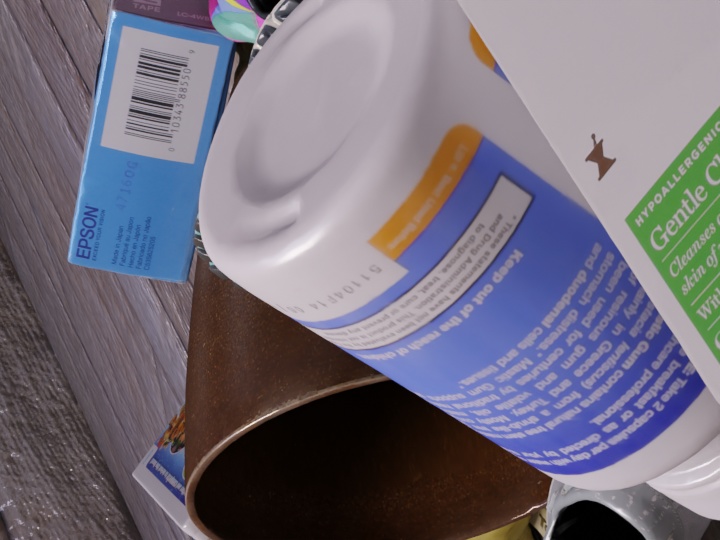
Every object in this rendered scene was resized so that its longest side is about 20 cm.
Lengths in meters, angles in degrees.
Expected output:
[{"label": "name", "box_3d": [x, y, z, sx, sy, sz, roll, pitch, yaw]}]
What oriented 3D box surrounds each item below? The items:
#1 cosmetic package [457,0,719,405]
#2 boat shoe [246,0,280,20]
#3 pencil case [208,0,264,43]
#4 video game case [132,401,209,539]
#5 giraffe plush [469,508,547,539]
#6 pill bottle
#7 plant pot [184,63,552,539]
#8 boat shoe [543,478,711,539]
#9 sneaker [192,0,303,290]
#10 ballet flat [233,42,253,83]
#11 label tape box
[{"label": "cosmetic package", "box_3d": [0.096, -0.073, 0.554, 0.108, 0.085, 0.200, -53, 53, 31]}, {"label": "boat shoe", "box_3d": [-0.018, -0.151, 0.820, 0.199, 0.066, 0.075, 110, 137, -72]}, {"label": "pencil case", "box_3d": [-0.049, -0.174, 0.917, 0.089, 0.088, 0.200, 59, 177, 34]}, {"label": "video game case", "box_3d": [-0.044, 0.046, 1.177, 0.018, 0.200, 0.143, 38, 175, -17]}, {"label": "giraffe plush", "box_3d": [0.003, 0.132, 1.151, 0.200, 0.161, 0.173, -131, 24, -56]}, {"label": "pill bottle", "box_3d": [0.058, -0.001, 0.675, 0.200, 0.112, 0.112, 33, -175, -29]}, {"label": "plant pot", "box_3d": [0.000, 0.000, 0.983, 0.187, 0.186, 0.201, 93, 167, -61]}, {"label": "boat shoe", "box_3d": [0.099, 0.107, 0.894, 0.070, 0.072, 0.201, 39, 158, 11]}, {"label": "sneaker", "box_3d": [-0.010, -0.079, 0.835, 0.200, 0.077, 0.087, -52, 21, 47]}, {"label": "ballet flat", "box_3d": [-0.026, -0.076, 1.144, 0.070, 0.069, 0.201, 84, 164, -49]}, {"label": "label tape box", "box_3d": [-0.100, -0.111, 1.110, 0.200, 0.066, 0.144, -94, 15, -55]}]
